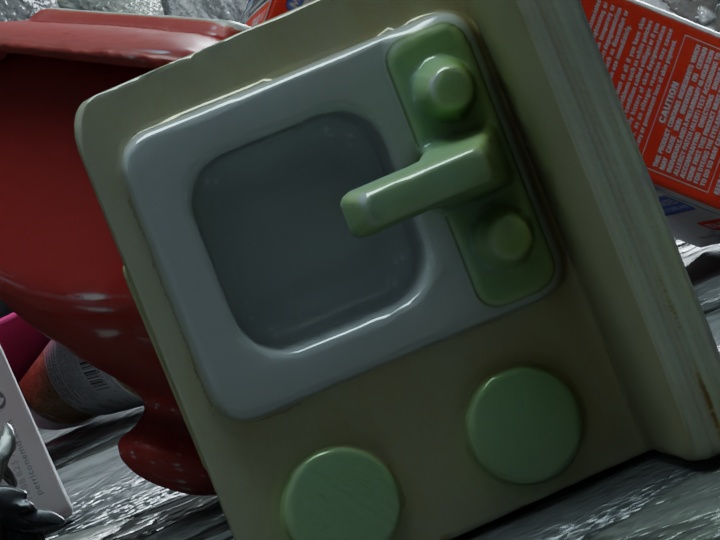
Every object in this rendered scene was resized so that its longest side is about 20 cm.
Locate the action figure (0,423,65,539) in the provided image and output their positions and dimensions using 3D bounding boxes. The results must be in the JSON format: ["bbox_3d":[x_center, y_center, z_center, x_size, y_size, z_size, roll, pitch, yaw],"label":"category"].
[{"bbox_3d":[-0.172,0.069,0.959,0.118,0.103,0.200,16,19,15],"label":"action figure"}]

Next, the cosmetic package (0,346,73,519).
[{"bbox_3d":[-0.249,0.087,1.138,0.199,0.124,0.199,-26,4,-22],"label":"cosmetic package"}]

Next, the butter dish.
[{"bbox_3d":[-0.044,0.001,0.948,0.198,0.149,0.199,15,-3,-36],"label":"butter dish"}]

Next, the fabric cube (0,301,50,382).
[{"bbox_3d":[-0.295,0.014,1.468,0.196,0.200,0.200,-28,-16,-48],"label":"fabric cube"}]

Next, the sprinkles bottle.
[{"bbox_3d":[-0.130,0.043,1.508,0.068,0.069,0.200,-25,4,-29],"label":"sprinkles bottle"}]

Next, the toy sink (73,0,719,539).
[{"bbox_3d":[0.000,0.000,0.699,0.111,0.131,0.200,-23,4,-7],"label":"toy sink"}]

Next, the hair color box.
[{"bbox_3d":[0.059,-0.072,1.024,0.111,0.199,0.064,171,121,-82],"label":"hair color box"}]
